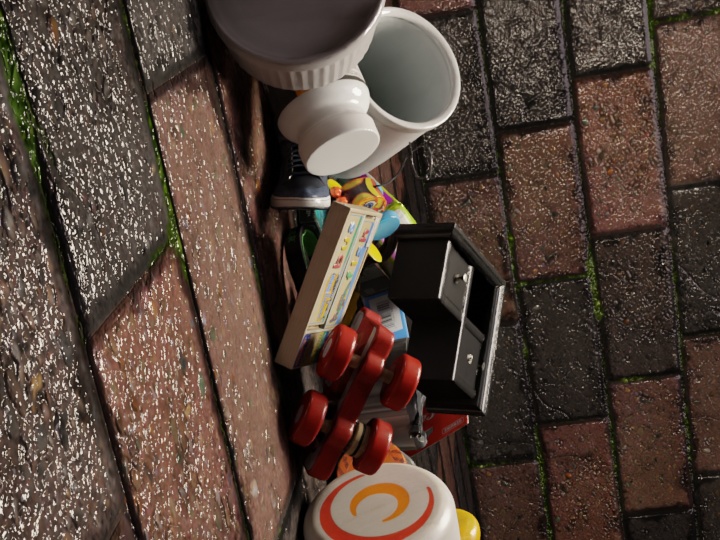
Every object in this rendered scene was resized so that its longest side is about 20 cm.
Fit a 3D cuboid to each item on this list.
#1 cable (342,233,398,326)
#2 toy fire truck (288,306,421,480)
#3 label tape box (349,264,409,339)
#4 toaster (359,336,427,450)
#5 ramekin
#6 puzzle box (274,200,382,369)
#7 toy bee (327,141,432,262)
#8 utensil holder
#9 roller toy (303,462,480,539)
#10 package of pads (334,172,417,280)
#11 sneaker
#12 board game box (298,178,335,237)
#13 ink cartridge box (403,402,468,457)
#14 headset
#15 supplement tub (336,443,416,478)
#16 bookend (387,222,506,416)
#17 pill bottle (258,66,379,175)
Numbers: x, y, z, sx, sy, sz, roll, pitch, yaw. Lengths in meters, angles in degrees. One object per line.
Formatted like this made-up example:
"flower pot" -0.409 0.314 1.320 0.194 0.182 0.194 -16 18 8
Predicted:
"cable" 0.000 0.000 1.575 0.200 0.050 0.098 -51 -146 32
"toy fire truck" -0.016 0.149 1.360 0.202 0.111 0.168 -65 -169 2
"label tape box" 0.012 0.062 1.785 0.200 0.063 0.145 -134 -151 -62
"toaster" 0.028 0.189 1.620 0.201 0.128 0.114 -86 164 -55
"ramekin" -0.070 -0.292 1.234 0.094 0.200 0.204 90 -4 -69
"puzzle box" -0.036 0.017 1.338 0.202 0.025 0.133 -70 163 7
"toy bee" -0.005 -0.085 1.444 0.131 0.108 0.202 41 -55 42
"utensil holder" 0.011 -0.230 1.509 0.200 0.168 0.172 -32 -121 55
"roller toy" 0.031 0.333 1.334 0.200 0.181 0.141 -45 132 -47
"package of pads" 0.049 -0.044 1.654 0.200 0.068 0.155 55 -4 -36
"sneaker" -0.073 -0.154 1.389 0.202 0.076 0.148 -102 -167 -74
"board game box" -0.055 -0.076 1.645 0.200 0.028 0.136 68 18 -59
"ink cartridge box" 0.076 0.205 1.733 0.043 0.199 0.174 40 31 -27
"headset" -0.036 0.031 1.465 0.124 0.093 0.201 -74 143 -68
"supplement tub" 0.034 0.328 1.562 0.201 0.121 0.123 72 13 -48
"bookend" 0.109 0.067 1.506 0.200 0.091 0.201 43 53 -53
"pill bottle" -0.057 -0.221 1.319 0.116 0.116 0.201 58 8 -70
